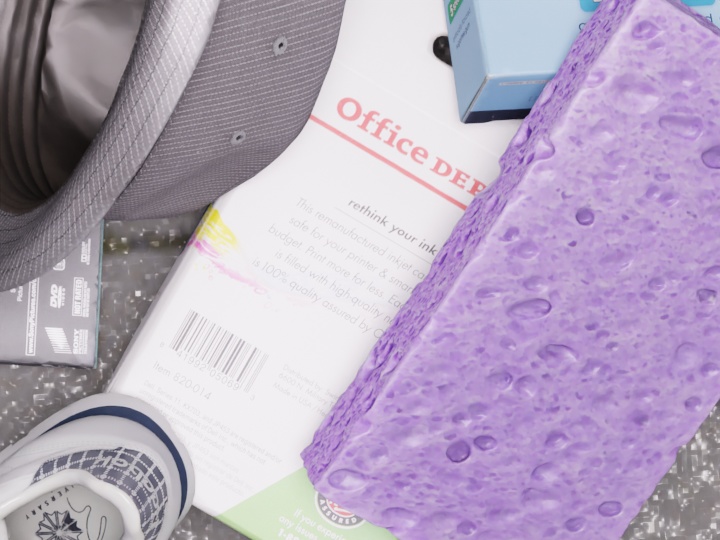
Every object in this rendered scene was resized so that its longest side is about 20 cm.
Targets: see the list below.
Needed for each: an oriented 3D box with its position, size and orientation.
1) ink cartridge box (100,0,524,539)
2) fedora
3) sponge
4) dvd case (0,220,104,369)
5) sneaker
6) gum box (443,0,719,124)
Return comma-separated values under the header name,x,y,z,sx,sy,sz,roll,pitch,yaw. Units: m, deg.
name,x,y,z,sx,sy,sz,roll,pitch,yaw
ink cartridge box,0.000,0.000,1.027,0.117,0.067,0.201,31,88,-3
fedora,-0.068,-0.083,0.968,0.090,0.177,0.201,13,113,-32
sponge,0.077,0.012,0.967,0.111,0.030,0.200,28,102,-26
dvd case,-0.189,-0.042,1.034,0.199,0.022,0.147,2,89,-6
sneaker,-0.142,0.118,0.963,0.200,0.081,0.076,-43,100,11
gum box,0.106,-0.156,1.011,0.169,0.045,0.201,-3,71,-12
